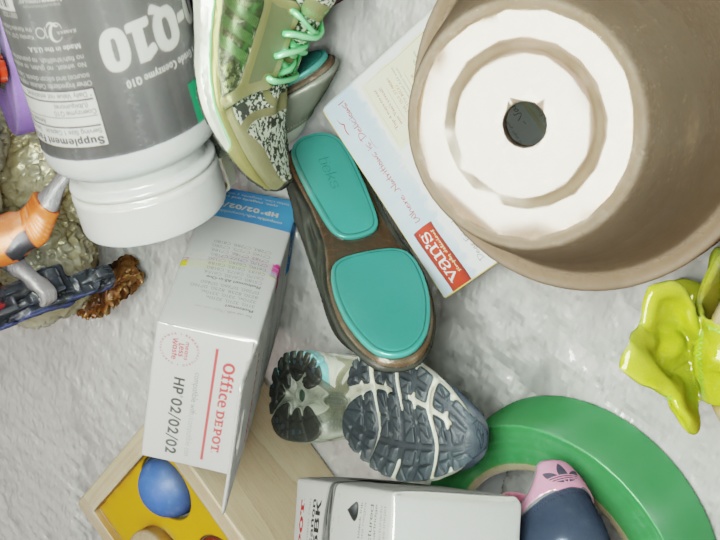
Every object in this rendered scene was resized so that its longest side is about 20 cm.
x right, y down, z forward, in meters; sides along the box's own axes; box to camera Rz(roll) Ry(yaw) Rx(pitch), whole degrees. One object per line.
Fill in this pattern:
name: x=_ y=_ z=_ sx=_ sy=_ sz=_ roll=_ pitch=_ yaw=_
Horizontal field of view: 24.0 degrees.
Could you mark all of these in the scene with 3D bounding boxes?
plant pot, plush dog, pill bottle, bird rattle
plant pot: x=0.103 y=-0.081 z=0.830 sx=0.198 sy=0.174 sz=0.203 roll=3 pitch=100 yaw=19
plush dog: x=-0.246 y=-0.038 z=1.256 sx=0.161 sy=0.198 sz=0.174 roll=-126 pitch=41 yaw=-58
pill bottle: x=-0.149 y=-0.124 z=1.018 sx=0.112 sy=0.113 sz=0.202 roll=11 pitch=126 yaw=39
bird rattle: x=0.237 y=0.067 z=0.888 sx=0.200 sy=0.112 sz=0.163 roll=48 pitch=120 yaw=9

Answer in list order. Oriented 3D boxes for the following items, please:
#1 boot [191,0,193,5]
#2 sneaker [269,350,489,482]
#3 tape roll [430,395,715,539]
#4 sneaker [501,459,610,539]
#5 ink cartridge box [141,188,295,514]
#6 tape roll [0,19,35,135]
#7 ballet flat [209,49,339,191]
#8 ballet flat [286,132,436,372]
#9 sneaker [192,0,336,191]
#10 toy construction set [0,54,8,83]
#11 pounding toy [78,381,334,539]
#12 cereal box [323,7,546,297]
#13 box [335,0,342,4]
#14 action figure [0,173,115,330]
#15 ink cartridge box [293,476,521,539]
boot: x=-0.131 y=-0.212 z=1.120 sx=0.096 sy=0.075 sz=0.202 roll=-2 pitch=110 yaw=22
sneaker: x=0.026 y=0.084 z=1.094 sx=0.199 sy=0.086 sz=0.079 roll=13 pitch=99 yaw=53
tape roll: x=0.133 y=0.181 z=1.079 sx=0.199 sy=0.048 sz=0.202 roll=22 pitch=126 yaw=34
sneaker: x=0.097 y=0.186 z=1.049 sx=0.200 sy=0.069 sz=0.083 roll=129 pitch=138 yaw=-52
ink cartridge box: x=-0.095 y=0.049 z=1.110 sx=0.067 sy=0.201 sz=0.116 roll=12 pitch=126 yaw=1
tape roll: x=-0.227 y=-0.196 z=1.138 sx=0.200 sy=0.065 sz=0.202 roll=166 pitch=90 yaw=-75
ballet flat: x=-0.085 y=-0.088 z=1.118 sx=0.198 sy=0.068 sz=0.064 roll=-17 pitch=114 yaw=31
ballet flat: x=0.000 y=0.000 z=1.062 sx=0.069 sy=0.067 sz=0.201 roll=95 pitch=161 yaw=-48
sneaker: x=-0.051 y=-0.146 z=1.001 sx=0.088 sy=0.077 sz=0.202 roll=-4 pitch=106 yaw=18
toy construction set: x=-0.278 y=-0.167 z=1.078 sx=0.200 sy=0.091 sz=0.133 roll=-169 pitch=65 yaw=-85
pounding toy: x=-0.120 y=0.212 z=1.266 sx=0.185 sy=0.142 sz=0.200 roll=52 pitch=137 yaw=9
cereal box: x=0.077 y=-0.088 z=0.993 sx=0.200 sy=0.039 sz=0.145 roll=-35 pitch=87 yaw=48
box: x=-0.018 y=-0.236 z=1.004 sx=0.199 sy=0.038 sz=0.138 roll=-21 pitch=96 yaw=47
action figure: x=-0.249 y=-0.016 z=1.142 sx=0.193 sy=0.199 sz=0.105 roll=-45 pitch=73 yaw=39
ink cartridge box: x=0.020 y=0.205 z=1.038 sx=0.200 sy=0.082 sz=0.149 roll=165 pitch=110 yaw=-71
